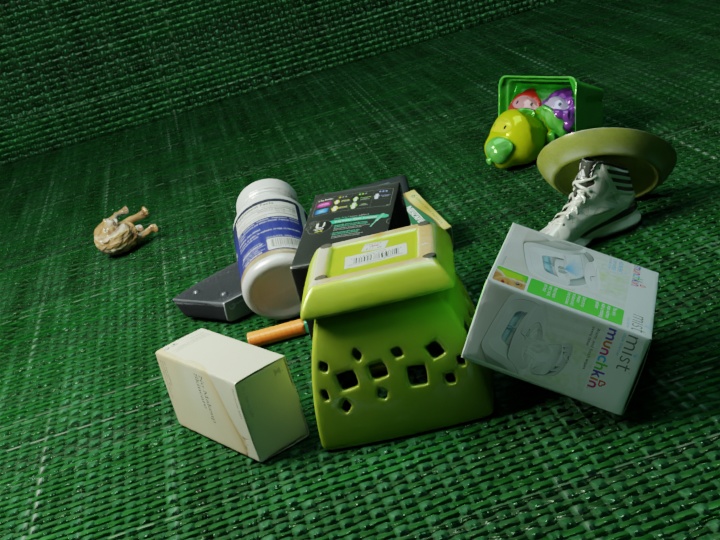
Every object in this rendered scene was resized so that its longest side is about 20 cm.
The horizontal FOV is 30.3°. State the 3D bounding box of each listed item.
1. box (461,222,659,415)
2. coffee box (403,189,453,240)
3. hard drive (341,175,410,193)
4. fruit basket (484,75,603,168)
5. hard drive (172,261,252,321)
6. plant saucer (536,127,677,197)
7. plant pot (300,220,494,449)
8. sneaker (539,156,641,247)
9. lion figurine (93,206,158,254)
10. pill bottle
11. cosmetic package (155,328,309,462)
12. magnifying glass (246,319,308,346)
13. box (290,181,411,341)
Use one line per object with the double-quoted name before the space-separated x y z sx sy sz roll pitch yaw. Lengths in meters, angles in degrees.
"box" 0.215 0.048 1.403 0.175 0.097 0.200 19 22 8
"coffee box" 0.024 -0.045 1.971 0.199 0.044 0.123 -21 39 -16
"hard drive" 0.018 -0.105 2.223 0.138 0.033 0.200 -14 18 4
"fruit basket" 0.294 -0.257 2.293 0.214 0.157 0.216 0 8 0
"hard drive" -0.168 0.020 1.995 0.134 0.043 0.199 2 25 44
"plant saucer" 0.352 -0.143 1.905 0.198 0.031 0.200 3 -22 1
"plant pot" 0.035 0.062 1.490 0.198 0.183 0.199 -12 18 7
"sneaker" 0.290 -0.091 1.830 0.199 0.116 0.076 -23 20 -22
"lion figurine" -0.454 -0.068 2.471 0.122 0.073 0.200 -32 9 -23
"pill bottle" -0.122 -0.035 1.903 0.115 0.116 0.201 -15 42 1
"cosmetic package" -0.151 0.140 1.537 0.073 0.104 0.199 -26 20 -28
"magnifying glass" -0.056 0.068 1.799 0.198 0.023 0.080 -17 19 -1
"box" 0.000 0.000 1.708 0.123 0.150 0.200 -9 27 13
